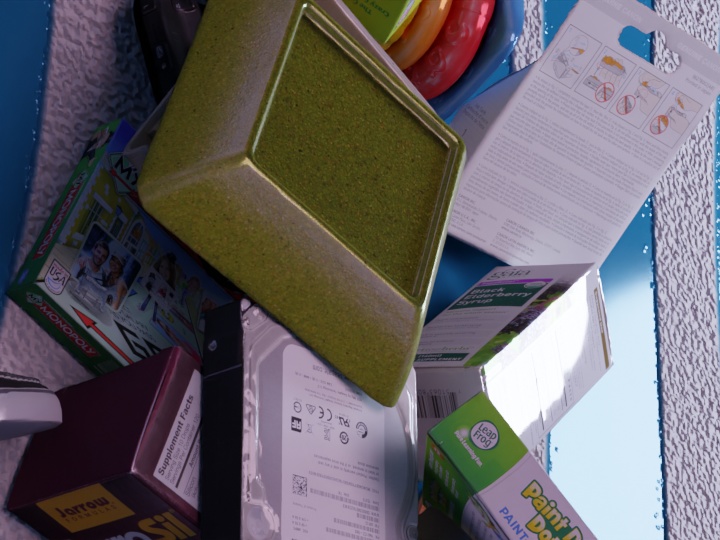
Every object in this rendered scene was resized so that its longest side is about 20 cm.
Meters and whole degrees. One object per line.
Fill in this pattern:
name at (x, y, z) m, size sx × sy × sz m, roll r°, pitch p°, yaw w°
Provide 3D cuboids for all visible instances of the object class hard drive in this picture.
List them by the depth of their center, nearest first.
hard drive at (-0.025, 0.127, 1.285) m, size 0.139 × 0.038 × 0.201 m, roll 20°, pitch 62°, yaw -42°

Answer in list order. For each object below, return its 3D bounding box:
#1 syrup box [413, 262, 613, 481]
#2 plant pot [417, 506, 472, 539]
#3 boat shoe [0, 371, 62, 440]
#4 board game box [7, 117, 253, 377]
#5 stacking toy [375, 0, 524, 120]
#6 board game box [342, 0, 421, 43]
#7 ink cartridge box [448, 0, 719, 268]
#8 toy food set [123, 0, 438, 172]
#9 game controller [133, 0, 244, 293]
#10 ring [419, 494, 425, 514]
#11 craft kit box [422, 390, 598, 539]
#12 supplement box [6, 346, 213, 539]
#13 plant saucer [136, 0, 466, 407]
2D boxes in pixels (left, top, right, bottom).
syrup box at (0.090, 0.063, 1.537) m, size 0.200 × 0.078 × 0.082 m, roll -38°, pitch 121°, yaw -56°
plant pot at (0.047, 0.259, 1.394) m, size 0.134 × 0.200 × 0.201 m, roll -35°, pitch 106°, yaw -8°
boat shoe at (-0.239, 0.058, 1.222) m, size 0.199 × 0.068 × 0.057 m, roll 5°, pitch 72°, yaw -44°
board game box at (-0.108, 0.025, 1.406) m, size 0.200 × 0.029 × 0.135 m, roll 45°, pitch 48°, yaw -27°
stacking toy at (0.001, -0.189, 1.563) m, size 0.199 × 0.110 × 0.116 m, roll 22°, pitch 44°, yaw -29°
board game box at (-0.037, -0.239, 1.499) m, size 0.200 × 0.048 × 0.102 m, roll 35°, pitch 45°, yaw 3°
ink cartridge box at (0.144, -0.095, 1.621) m, size 0.161 × 0.050 × 0.201 m, roll 25°, pitch 102°, yaw -39°
toy food set at (-0.038, -0.075, 1.383) m, size 0.144 × 0.060 × 0.200 m, roll 48°, pitch 48°, yaw -15°
game controller at (-0.085, -0.078, 1.440) m, size 0.104 × 0.042 × 0.201 m, roll 29°, pitch 42°, yaw -65°
ring at (0.103, 0.218, 1.574) m, size 0.200 × 0.019 × 0.201 m, roll 21°, pitch 61°, yaw -43°
craft kit box at (0.109, 0.177, 1.333) m, size 0.048 × 0.200 × 0.198 m, roll -38°, pitch 77°, yaw -10°
supplement box at (-0.083, 0.142, 1.327) m, size 0.200 × 0.110 × 0.086 m, roll 42°, pitch 48°, yaw -29°
plant saucer at (-0.015, -0.058, 1.322) m, size 0.200 × 0.048 × 0.200 m, roll 40°, pitch 42°, yaw -24°
